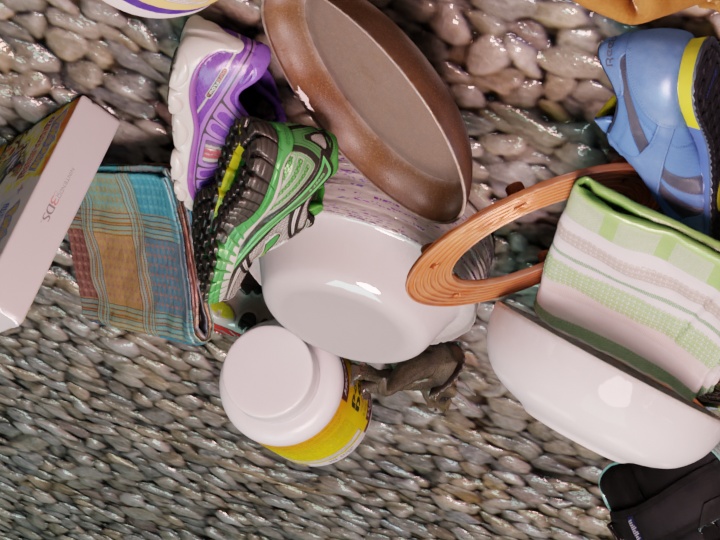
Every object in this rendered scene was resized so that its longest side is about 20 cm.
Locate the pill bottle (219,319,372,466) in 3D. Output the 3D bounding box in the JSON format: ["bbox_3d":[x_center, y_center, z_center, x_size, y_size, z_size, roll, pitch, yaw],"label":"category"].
[{"bbox_3d":[-0.058,0.106,1.462,0.109,0.110,0.200,12,169,14],"label":"pill bottle"}]

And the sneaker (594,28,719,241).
[{"bbox_3d":[0.201,-0.085,1.097,0.078,0.066,0.200,9,148,26],"label":"sneaker"}]

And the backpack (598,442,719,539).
[{"bbox_3d":[0.316,0.208,1.408,0.152,0.177,0.200,-16,165,-17],"label":"backpack"}]

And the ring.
[{"bbox_3d":[0.123,-0.028,1.182,0.199,0.019,0.201,-19,160,-7],"label":"ring"}]

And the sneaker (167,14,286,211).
[{"bbox_3d":[-0.095,-0.103,1.238,0.083,0.081,0.200,15,152,6],"label":"sneaker"}]

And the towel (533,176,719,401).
[{"bbox_3d":[0.196,0.018,1.160,0.149,0.031,0.200,25,158,10],"label":"towel"}]

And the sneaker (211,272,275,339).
[{"bbox_3d":[-0.156,0.014,1.496,0.200,0.077,0.085,34,154,-24],"label":"sneaker"}]

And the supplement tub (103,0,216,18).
[{"bbox_3d":[-0.074,-0.234,0.921,0.145,0.146,0.199,37,148,-29],"label":"supplement tub"}]

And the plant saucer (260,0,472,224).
[{"bbox_3d":[0.010,-0.118,1.119,0.200,0.032,0.200,44,164,16],"label":"plant saucer"}]

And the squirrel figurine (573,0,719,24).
[{"bbox_3d":[0.210,-0.207,0.834,0.199,0.142,0.186,23,145,-37],"label":"squirrel figurine"}]

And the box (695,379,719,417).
[{"bbox_3d":[0.330,0.085,1.237,0.199,0.038,0.136,4,151,48],"label":"box"}]

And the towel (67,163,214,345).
[{"bbox_3d":[-0.191,-0.016,1.380,0.199,0.022,0.148,6,109,52],"label":"towel"}]

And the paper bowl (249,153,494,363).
[{"bbox_3d":[0.000,0.000,1.336,0.199,0.105,0.201,15,153,8],"label":"paper bowl"}]

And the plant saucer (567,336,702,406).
[{"bbox_3d":[0.250,0.063,1.362,0.199,0.032,0.201,16,152,9],"label":"plant saucer"}]

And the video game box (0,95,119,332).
[{"bbox_3d":[-0.292,-0.030,1.366,0.047,0.201,0.182,37,147,-27],"label":"video game box"}]

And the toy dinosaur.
[{"bbox_3d":[0.045,0.079,1.445,0.102,0.078,0.200,-6,167,6],"label":"toy dinosaur"}]

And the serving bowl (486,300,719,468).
[{"bbox_3d":[0.177,0.097,1.266,0.199,0.066,0.200,28,-178,-1],"label":"serving bowl"}]

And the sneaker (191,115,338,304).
[{"bbox_3d":[-0.072,-0.036,1.232,0.085,0.078,0.200,3,150,-23],"label":"sneaker"}]
